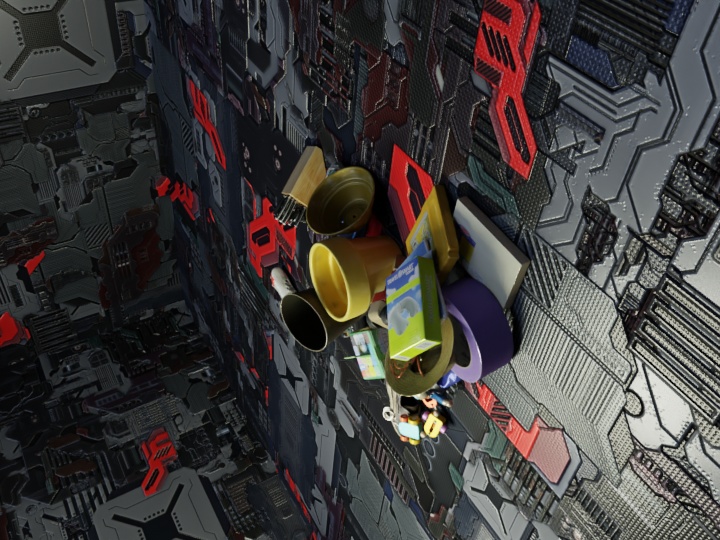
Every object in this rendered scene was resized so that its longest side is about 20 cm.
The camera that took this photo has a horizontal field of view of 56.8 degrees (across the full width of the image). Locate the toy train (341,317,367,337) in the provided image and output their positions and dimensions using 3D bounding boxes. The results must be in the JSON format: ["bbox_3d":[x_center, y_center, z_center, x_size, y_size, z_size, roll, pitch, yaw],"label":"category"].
[{"bbox_3d":[-0.046,0.098,1.929,0.113,0.085,0.202,-1,104,49],"label":"toy train"}]

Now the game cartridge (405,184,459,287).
[{"bbox_3d":[0.150,-0.051,1.418,0.201,0.032,0.178,111,155,-54],"label":"game cartridge"}]

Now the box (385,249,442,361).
[{"bbox_3d":[0.104,0.066,1.343,0.122,0.047,0.202,-37,48,48],"label":"box"}]

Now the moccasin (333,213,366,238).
[{"bbox_3d":[-0.039,-0.079,1.801,0.068,0.080,0.201,44,134,17],"label":"moccasin"}]

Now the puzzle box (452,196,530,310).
[{"bbox_3d":[0.245,-0.036,1.314,0.201,0.025,0.134,53,151,32],"label":"puzzle box"}]

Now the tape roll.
[{"bbox_3d":[0.221,0.122,1.376,0.200,0.084,0.201,52,157,32],"label":"tape roll"}]

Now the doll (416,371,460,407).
[{"bbox_3d":[0.184,0.253,1.557,0.200,0.048,0.137,-47,63,46],"label":"doll"}]

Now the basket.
[{"bbox_3d":[-0.081,0.105,1.771,0.180,0.199,0.137,39,131,28],"label":"basket"}]

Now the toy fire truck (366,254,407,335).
[{"bbox_3d":[0.118,0.060,1.529,0.128,0.175,0.202,-21,46,64],"label":"toy fire truck"}]

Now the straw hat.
[{"bbox_3d":[0.146,0.179,1.374,0.200,0.085,0.203,-35,41,37],"label":"straw hat"}]

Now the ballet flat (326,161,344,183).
[{"bbox_3d":[-0.060,-0.200,1.780,0.072,0.071,0.202,45,143,41],"label":"ballet flat"}]

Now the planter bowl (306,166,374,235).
[{"bbox_3d":[-0.032,-0.155,1.666,0.200,0.201,0.083,43,180,43],"label":"planter bowl"}]

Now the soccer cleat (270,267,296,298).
[{"bbox_3d":[-0.253,0.079,2.341,0.085,0.068,0.202,-14,98,55],"label":"soccer cleat"}]

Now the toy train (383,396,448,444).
[{"bbox_3d":[0.154,0.357,1.703,0.200,0.055,0.151,-40,81,40],"label":"toy train"}]

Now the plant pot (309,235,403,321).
[{"bbox_3d":[0.000,0.000,1.637,0.201,0.187,0.203,43,144,43],"label":"plant pot"}]

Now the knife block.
[{"bbox_3d":[-0.176,-0.228,1.844,0.064,0.174,0.202,18,123,57],"label":"knife block"}]

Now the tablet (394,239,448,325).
[{"bbox_3d":[0.121,0.049,1.380,0.130,0.014,0.202,-50,38,39],"label":"tablet"}]

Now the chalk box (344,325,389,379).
[{"bbox_3d":[0.059,0.192,1.638,0.124,0.198,0.125,-20,90,64],"label":"chalk box"}]

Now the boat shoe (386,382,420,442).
[{"bbox_3d":[0.121,0.369,1.784,0.073,0.074,0.202,2,111,63],"label":"boat shoe"}]
